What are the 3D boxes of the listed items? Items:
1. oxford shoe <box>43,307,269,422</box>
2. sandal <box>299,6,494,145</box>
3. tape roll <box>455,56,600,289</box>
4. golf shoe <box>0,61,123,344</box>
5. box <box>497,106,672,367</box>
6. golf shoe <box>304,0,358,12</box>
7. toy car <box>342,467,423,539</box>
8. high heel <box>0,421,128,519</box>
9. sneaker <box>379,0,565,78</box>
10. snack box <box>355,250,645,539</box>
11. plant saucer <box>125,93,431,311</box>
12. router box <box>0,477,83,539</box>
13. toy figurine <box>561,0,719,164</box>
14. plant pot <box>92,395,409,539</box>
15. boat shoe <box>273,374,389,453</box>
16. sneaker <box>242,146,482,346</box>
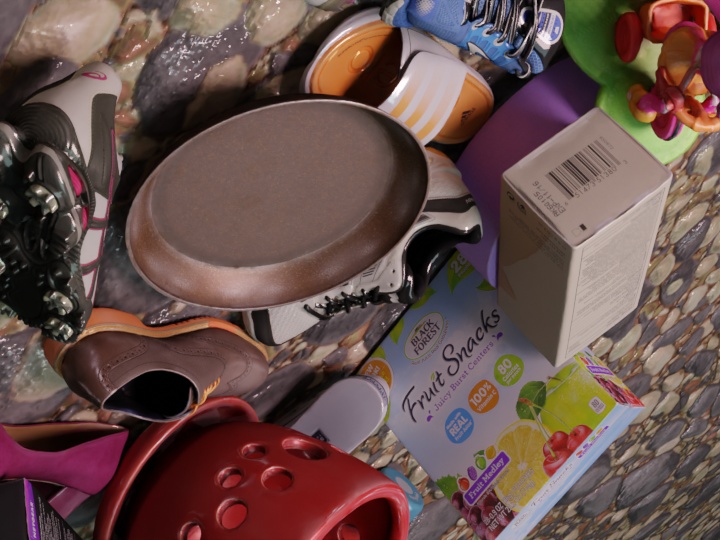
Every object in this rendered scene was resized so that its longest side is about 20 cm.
[{"bbox_3d":[-0.129,0.078,0.820,0.200,0.073,0.071,8,124,-52],"label":"oxford shoe"},{"bbox_3d":[0.046,-0.116,0.782,0.206,0.059,0.079,9,123,-53],"label":"sandal"},{"bbox_3d":[0.158,-0.077,0.932,0.200,0.066,0.200,-34,155,-18],"label":"tape roll"},{"bbox_3d":[-0.164,-0.028,0.643,0.088,0.077,0.200,-59,180,-34],"label":"golf shoe"},{"bbox_3d":[0.160,-0.017,0.860,0.095,0.078,0.200,-35,154,-14],"label":"box"},{"bbox_3d":[-0.005,-0.227,0.594,0.092,0.073,0.200,13,131,-17],"label":"golf shoe"},{"bbox_3d":[0.010,0.331,1.161,0.184,0.200,0.177,-48,154,10],"label":"toy car"},{"bbox_3d":[-0.224,0.101,0.774,0.096,0.067,0.200,-52,154,-21],"label":"high heel"},{"bbox_3d":[0.076,-0.162,0.679,0.200,0.089,0.079,-12,124,-68],"label":"sneaker"},{"bbox_3d":[0.112,0.105,0.997,0.169,0.200,0.068,-52,147,17],"label":"snack box"},{"bbox_3d":[-0.054,-0.045,0.746,0.200,0.032,0.200,-15,145,-10],"label":"plant saucer"},{"bbox_3d":[-0.289,0.210,0.767,0.199,0.051,0.149,-15,146,-1],"label":"router box"},{"bbox_3d":[0.217,-0.151,0.733,0.150,0.184,0.201,-1,104,-7],"label":"toy figurine"},{"bbox_3d":[-0.090,0.208,0.881,0.200,0.182,0.201,-42,146,-38],"label":"plant pot"},{"bbox_3d":[-0.052,0.161,1.013,0.200,0.074,0.065,-34,176,13],"label":"boat shoe"},{"bbox_3d":[0.000,0.000,0.844,0.200,0.088,0.076,-41,153,13],"label":"sneaker"}]
